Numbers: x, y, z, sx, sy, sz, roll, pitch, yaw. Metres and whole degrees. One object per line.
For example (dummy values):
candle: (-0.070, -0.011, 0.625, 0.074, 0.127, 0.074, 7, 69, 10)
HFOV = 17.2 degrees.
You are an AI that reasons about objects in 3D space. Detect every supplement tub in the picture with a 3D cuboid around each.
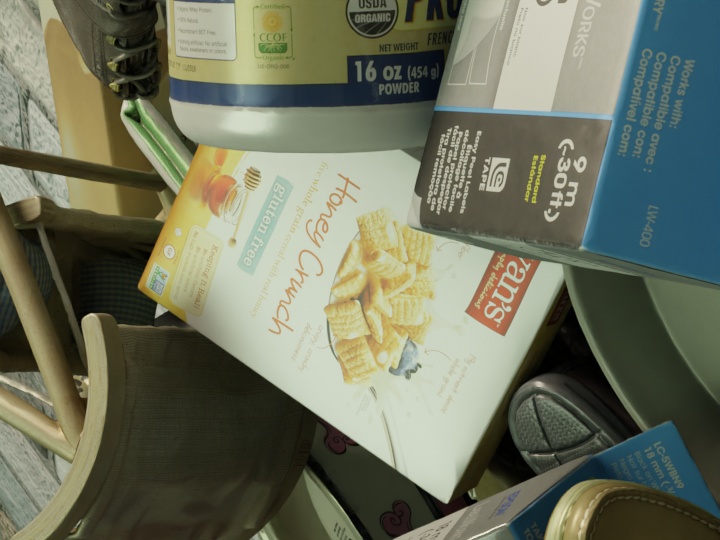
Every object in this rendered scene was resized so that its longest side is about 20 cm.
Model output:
supplement tub: (-0.014, -0.157, 1.023, 0.144, 0.144, 0.200, 17, 111, 60)

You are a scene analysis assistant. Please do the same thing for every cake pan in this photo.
cake pan: (0.161, 0.027, 1.001, 0.200, 0.037, 0.200, 45, 155, 29)

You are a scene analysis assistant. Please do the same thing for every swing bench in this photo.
swing bench: (-0.136, 0.043, 1.270, 0.200, 0.199, 0.130, 48, 109, 23)

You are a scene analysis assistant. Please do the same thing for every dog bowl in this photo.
dog bowl: (0.002, 0.149, 1.411, 0.200, 0.074, 0.200, 48, 157, 27)

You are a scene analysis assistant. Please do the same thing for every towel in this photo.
towel: (-0.055, -0.015, 1.332, 0.153, 0.023, 0.200, 49, -176, 30)

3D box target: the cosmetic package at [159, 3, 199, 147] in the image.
cosmetic package: (-0.051, -0.150, 1.232, 0.113, 0.081, 0.200, 33, 141, 50)

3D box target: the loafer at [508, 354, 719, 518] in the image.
loafer: (0.156, 0.117, 1.108, 0.200, 0.063, 0.072, 47, 135, 11)

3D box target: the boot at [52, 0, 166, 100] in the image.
boot: (-0.112, -0.149, 1.190, 0.200, 0.069, 0.174, 57, 158, 34)

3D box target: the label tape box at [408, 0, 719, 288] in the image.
label tape box: (0.106, -0.073, 0.897, 0.200, 0.063, 0.144, 10, 85, 62)

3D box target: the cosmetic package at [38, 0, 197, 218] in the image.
cosmetic package: (-0.121, -0.103, 1.396, 0.071, 0.105, 0.200, 43, 151, 39)

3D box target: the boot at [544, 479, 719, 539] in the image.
boot: (0.186, 0.144, 0.968, 0.200, 0.072, 0.155, 33, 162, -19)

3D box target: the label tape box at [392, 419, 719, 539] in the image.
label tape box: (0.080, 0.175, 1.068, 0.200, 0.063, 0.144, -27, 94, 24)

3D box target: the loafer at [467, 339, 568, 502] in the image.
loafer: (0.085, 0.100, 1.207, 0.200, 0.076, 0.067, 61, 150, 7)

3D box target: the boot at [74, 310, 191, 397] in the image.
boot: (-0.122, 0.067, 1.496, 0.074, 0.154, 0.204, 58, 162, 8)

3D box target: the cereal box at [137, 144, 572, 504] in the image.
cereal box: (0.000, 0.000, 1.157, 0.200, 0.040, 0.144, 33, 113, 20)
